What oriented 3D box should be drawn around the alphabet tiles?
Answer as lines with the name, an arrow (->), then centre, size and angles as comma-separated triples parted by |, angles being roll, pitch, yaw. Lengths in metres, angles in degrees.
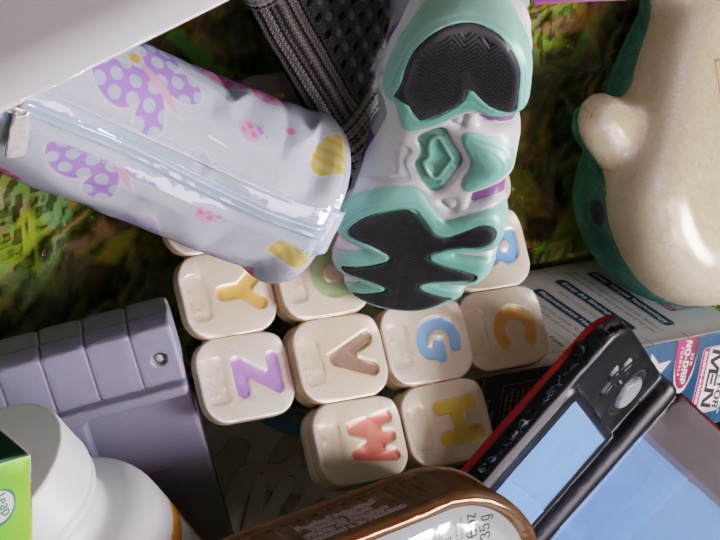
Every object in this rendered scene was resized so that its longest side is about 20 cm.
alphabet tiles -> 0.000, 0.000, 1.272 | 0.195, 0.015, 0.201 | -8, 81, -31

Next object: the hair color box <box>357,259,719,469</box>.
hair color box -> 0.092, 0.048, 1.393 | 0.199, 0.100, 0.061 | -9, 120, -35

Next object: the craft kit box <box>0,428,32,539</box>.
craft kit box -> -0.203, 0.126, 1.129 | 0.048, 0.200, 0.199 | -13, 120, -34

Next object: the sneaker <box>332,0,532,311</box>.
sneaker -> 0.040, -0.085, 1.222 | 0.077, 0.140, 0.200 | 14, 137, -7

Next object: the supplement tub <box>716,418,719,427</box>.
supplement tub -> 0.144, 0.170, 1.444 | 0.199, 0.146, 0.146 | -26, 128, -8

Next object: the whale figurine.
whale figurine -> 0.164, -0.082, 1.404 | 0.158, 0.104, 0.201 | -8, 93, -35

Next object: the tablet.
tablet -> -0.121, -0.144, 1.111 | 0.199, 0.130, 0.014 | -29, 158, -24

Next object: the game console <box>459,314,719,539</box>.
game console -> 0.109, 0.146, 1.306 | 0.200, 0.119, 0.172 | -49, 159, -2

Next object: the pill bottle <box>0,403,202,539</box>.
pill bottle -> -0.115, 0.156, 1.208 | 0.111, 0.111, 0.200 | -44, 124, -12

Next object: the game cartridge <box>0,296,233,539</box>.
game cartridge -> -0.129, 0.114, 1.265 | 0.129, 0.038, 0.201 | -17, 125, -5

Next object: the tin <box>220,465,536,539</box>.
tin -> -0.004, 0.158, 1.195 | 0.199, 0.042, 0.113 | -18, 110, -30

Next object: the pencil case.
pencil case -> -0.101, -0.062, 1.164 | 0.199, 0.091, 0.084 | 22, 88, -31

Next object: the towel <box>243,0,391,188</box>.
towel -> 0.024, -0.162, 1.244 | 0.200, 0.034, 0.193 | -53, 135, -25

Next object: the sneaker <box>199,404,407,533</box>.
sneaker -> -0.024, 0.113, 1.348 | 0.199, 0.081, 0.077 | 0, 114, -34

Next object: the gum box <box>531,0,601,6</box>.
gum box -> 0.120, -0.227, 1.235 | 0.066, 0.113, 0.201 | -53, 135, -49
